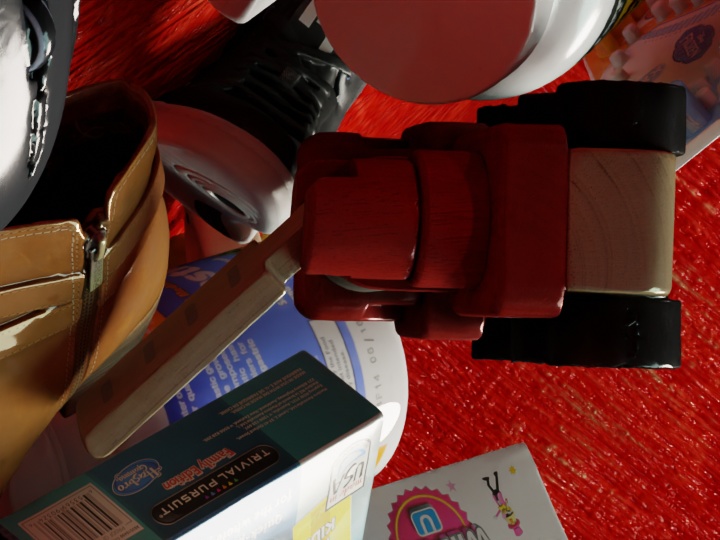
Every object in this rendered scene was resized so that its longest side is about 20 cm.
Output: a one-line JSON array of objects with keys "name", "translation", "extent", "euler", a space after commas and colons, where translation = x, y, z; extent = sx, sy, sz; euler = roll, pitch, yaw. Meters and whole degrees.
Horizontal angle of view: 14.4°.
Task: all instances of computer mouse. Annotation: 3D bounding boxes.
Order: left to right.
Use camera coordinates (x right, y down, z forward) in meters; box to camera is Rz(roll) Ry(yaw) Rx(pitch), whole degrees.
[{"name": "computer mouse", "translation": [-0.109, -0.041, 0.740], "extent": [0.200, 0.046, 0.141], "euler": [-56, 176, 40]}]

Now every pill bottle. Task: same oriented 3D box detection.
[{"name": "pill bottle", "translation": [-0.085, 0.060, 1.138], "extent": [0.199, 0.112, 0.112], "euler": [-17, 151, -43]}, {"name": "pill bottle", "translation": [0.055, -0.129, 1.074], "extent": [0.113, 0.112, 0.200], "euler": [-55, 175, 28]}]

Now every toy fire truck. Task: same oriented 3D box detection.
[{"name": "toy fire truck", "translation": [0.000, 0.000, 0.997], "extent": [0.176, 0.198, 0.130], "euler": [179, -88, -79]}]

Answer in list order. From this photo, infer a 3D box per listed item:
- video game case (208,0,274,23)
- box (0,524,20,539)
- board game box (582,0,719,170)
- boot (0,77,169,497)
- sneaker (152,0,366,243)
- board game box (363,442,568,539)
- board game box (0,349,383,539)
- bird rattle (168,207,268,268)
[{"name": "video game case", "translation": [0.026, -0.196, 1.123], "extent": [0.183, 0.023, 0.200], "euler": [-55, 176, 29]}, {"name": "box", "translation": [-0.173, 0.146, 0.816], "extent": [0.200, 0.157, 0.051], "euler": [-49, 174, -30]}, {"name": "board game box", "translation": [0.169, -0.130, 1.129], "extent": [0.200, 0.026, 0.200], "euler": [-40, -165, 11]}, {"name": "boot", "translation": [-0.134, 0.034, 0.943], "extent": [0.200, 0.077, 0.156], "euler": [-39, 163, -26]}, {"name": "sneaker", "translation": [-0.037, -0.077, 1.154], "extent": [0.112, 0.073, 0.200], "euler": [-56, -176, -6]}, {"name": "board game box", "translation": [-0.022, 0.154, 1.257], "extent": [0.147, 0.065, 0.200], "euler": [-13, 165, -41]}, {"name": "board game box", "translation": [-0.070, 0.146, 1.063], "extent": [0.151, 0.047, 0.201], "euler": [-29, 142, -37]}, {"name": "bird rattle", "translation": [-0.062, 0.044, 1.340], "extent": [0.164, 0.112, 0.201], "euler": [85, -1, -45]}]
